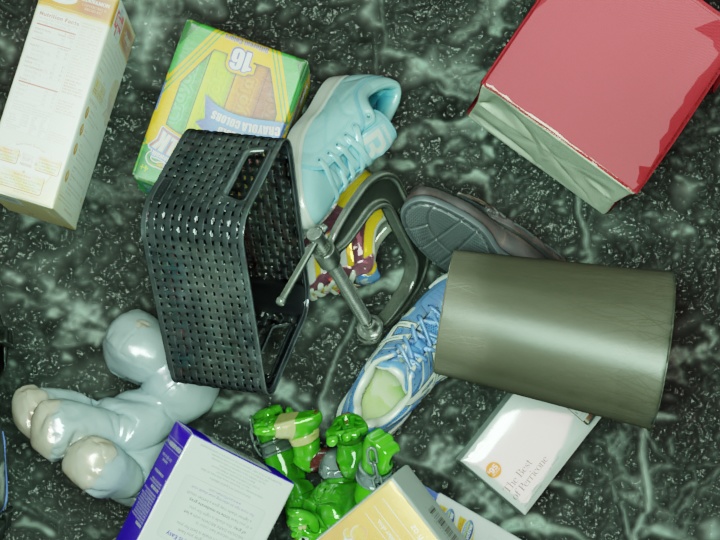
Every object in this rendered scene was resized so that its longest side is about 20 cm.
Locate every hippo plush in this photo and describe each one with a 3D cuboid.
[{"bbox_3d":[-0.200,0.127,1.493,0.199,0.159,0.161,38,85,3],"label":"hippo plush"}]

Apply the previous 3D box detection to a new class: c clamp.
[{"bbox_3d":[0.000,0.000,1.501,0.027,0.200,0.172,19,71,32],"label":"c clamp"}]

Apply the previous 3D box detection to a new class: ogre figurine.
[{"bbox_3d":[-0.027,0.191,1.496,0.198,0.098,0.121,-4,104,34],"label":"ogre figurine"}]

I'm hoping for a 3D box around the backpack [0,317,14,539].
[{"bbox_3d":[-0.408,0.148,1.469,0.153,0.190,0.202,10,70,-39],"label":"backpack"}]

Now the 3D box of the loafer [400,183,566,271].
[{"bbox_3d":[0.119,-0.026,1.542,0.199,0.072,0.063,34,45,-23],"label":"loafer"}]

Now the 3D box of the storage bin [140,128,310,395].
[{"bbox_3d":[-0.112,-0.007,1.413,0.093,0.201,0.136,6,42,15],"label":"storage bin"}]

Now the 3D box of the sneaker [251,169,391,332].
[{"bbox_3d":[-0.032,-0.002,1.553,0.090,0.075,0.201,38,85,8],"label":"sneaker"}]

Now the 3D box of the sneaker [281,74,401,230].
[{"bbox_3d":[-0.013,-0.118,1.513,0.081,0.074,0.201,-7,43,27],"label":"sneaker"}]

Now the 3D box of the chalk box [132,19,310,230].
[{"bbox_3d":[-0.134,-0.109,1.535,0.123,0.124,0.202,18,84,1],"label":"chalk box"}]

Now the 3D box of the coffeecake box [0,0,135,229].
[{"bbox_3d":[-0.276,-0.152,1.520,0.072,0.154,0.202,17,84,0],"label":"coffeecake box"}]

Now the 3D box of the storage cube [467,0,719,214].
[{"bbox_3d":[0.221,-0.183,1.530,0.199,0.171,0.181,35,86,1],"label":"storage cube"}]

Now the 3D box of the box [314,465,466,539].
[{"bbox_3d":[-0.004,0.276,1.367,0.200,0.097,0.125,-41,84,8],"label":"box"}]

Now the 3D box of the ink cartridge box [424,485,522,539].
[{"bbox_3d":[0.094,0.285,1.493,0.199,0.042,0.120,33,64,-27],"label":"ink cartridge box"}]

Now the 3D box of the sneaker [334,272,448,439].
[{"bbox_3d":[0.053,0.085,1.546,0.075,0.077,0.201,35,82,3],"label":"sneaker"}]

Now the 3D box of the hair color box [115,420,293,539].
[{"bbox_3d":[-0.154,0.247,1.428,0.109,0.065,0.201,29,85,-21],"label":"hair color box"}]

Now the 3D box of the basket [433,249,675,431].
[{"bbox_3d":[0.171,0.053,1.468,0.198,0.180,0.137,10,110,6],"label":"basket"}]

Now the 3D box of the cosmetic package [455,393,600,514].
[{"bbox_3d":[0.184,0.127,1.559,0.082,0.051,0.201,38,85,3],"label":"cosmetic package"}]
